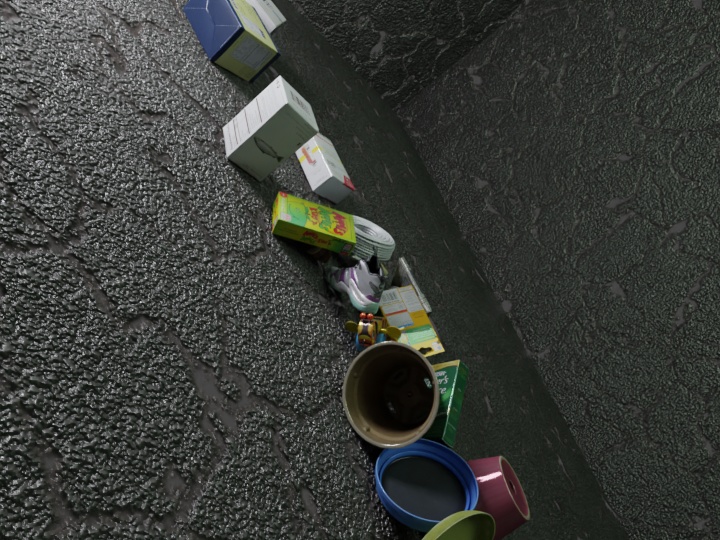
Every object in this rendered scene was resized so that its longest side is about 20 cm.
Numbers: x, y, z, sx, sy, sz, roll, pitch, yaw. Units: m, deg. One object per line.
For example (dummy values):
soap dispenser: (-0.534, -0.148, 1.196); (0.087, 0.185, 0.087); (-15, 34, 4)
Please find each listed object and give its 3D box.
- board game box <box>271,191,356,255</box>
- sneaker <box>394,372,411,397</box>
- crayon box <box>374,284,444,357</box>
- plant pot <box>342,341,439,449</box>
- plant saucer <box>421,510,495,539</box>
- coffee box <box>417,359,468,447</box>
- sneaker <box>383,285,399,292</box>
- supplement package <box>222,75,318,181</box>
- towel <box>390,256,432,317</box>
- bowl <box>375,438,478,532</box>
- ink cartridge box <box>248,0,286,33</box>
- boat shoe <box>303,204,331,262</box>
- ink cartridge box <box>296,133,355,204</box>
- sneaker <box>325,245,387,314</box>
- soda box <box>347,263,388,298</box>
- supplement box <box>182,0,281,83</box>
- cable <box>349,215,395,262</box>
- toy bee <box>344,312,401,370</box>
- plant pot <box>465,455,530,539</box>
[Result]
board game box: (-0.111, -0.112, 1.257); (0.197, 0.048, 0.103); (16, 42, -22)
sneaker: (0.136, 0.307, 1.297); (0.200, 0.078, 0.096); (45, 34, -25)
crayon box: (0.115, 0.143, 1.342); (0.124, 0.052, 0.202); (-10, 60, -29)
plant pot: (0.086, 0.262, 1.101); (0.202, 0.199, 0.183); (64, 11, 21)
plant saucer: (0.150, 0.489, 0.903); (0.199, 0.201, 0.031); (37, 1, -41)
coffee box: (0.173, 0.308, 1.202); (0.044, 0.122, 0.202); (42, 49, -25)
sneaker: (0.102, 0.141, 1.448); (0.100, 0.077, 0.203); (57, 23, -55)
supplement package: (-0.217, -0.336, 1.254); (0.116, 0.199, 0.118); (32, 30, -46)
towel: (0.129, 0.092, 1.486); (0.201, 0.034, 0.194); (105, -34, -53)
bowl: (0.122, 0.405, 0.994); (0.197, 0.040, 0.201); (9, 25, -4)
ink cartridge box: (-0.361, -0.838, 1.753); (0.145, 0.146, 0.201); (47, 22, -22)
boat shoe: (-0.100, -0.096, 1.360); (0.068, 0.071, 0.202); (49, 27, -31)
ink cartridge box: (-0.117, -0.327, 1.635); (0.145, 0.083, 0.202); (19, 42, -59)
sneaker: (0.000, 0.000, 1.258); (0.077, 0.142, 0.199); (10, 19, -45)
soda box: (0.016, 0.022, 1.446); (0.068, 0.064, 0.200); (55, 20, -4)
supplement box: (-0.373, -0.700, 1.537); (0.202, 0.133, 0.199); (61, 21, 14)
cable: (0.003, -0.095, 1.490); (0.198, 0.070, 0.200); (9, 26, -39)
toy bee: (0.030, 0.141, 1.200); (0.200, 0.129, 0.111); (-99, -172, -72)
plant pot: (0.240, 0.480, 1.084); (0.201, 0.178, 0.201); (51, 20, -26)
